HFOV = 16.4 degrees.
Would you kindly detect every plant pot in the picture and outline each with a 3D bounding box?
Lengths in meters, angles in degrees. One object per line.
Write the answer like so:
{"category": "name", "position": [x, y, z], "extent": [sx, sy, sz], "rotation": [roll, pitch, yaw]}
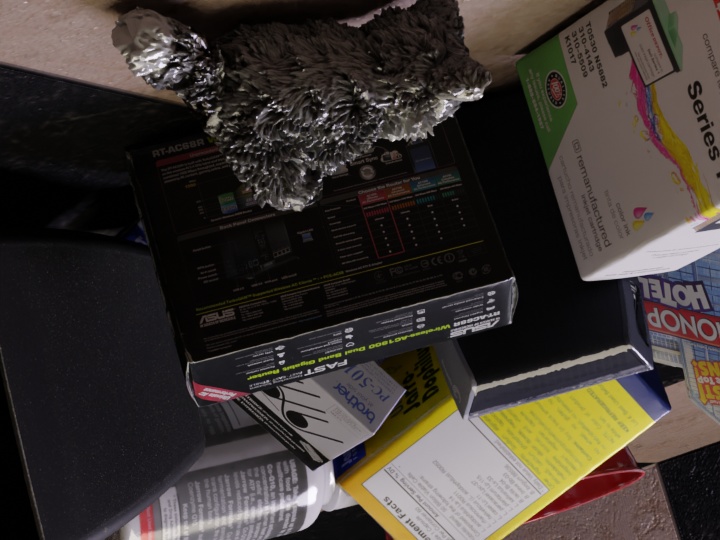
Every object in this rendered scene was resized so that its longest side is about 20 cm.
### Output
{"category": "plant pot", "position": [-0.210, 0.072, 1.519], "extent": [0.200, 0.200, 0.177], "rotation": [-11, -177, 42]}

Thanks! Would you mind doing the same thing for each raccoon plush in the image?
{"category": "raccoon plush", "position": [-0.019, -0.103, 1.288], "extent": [0.134, 0.097, 0.200], "rotation": [-28, 164, 17]}

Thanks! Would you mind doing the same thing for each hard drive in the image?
{"category": "hard drive", "position": [0.095, -0.019, 1.536], "extent": [0.135, 0.200, 0.042], "rotation": [-15, 155, 3]}

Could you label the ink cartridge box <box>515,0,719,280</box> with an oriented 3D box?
{"category": "ink cartridge box", "position": [0.195, -0.096, 1.435], "extent": [0.084, 0.145, 0.200], "rotation": [-7, 164, -36]}

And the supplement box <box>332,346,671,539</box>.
{"category": "supplement box", "position": [0.088, 0.092, 1.660], "extent": [0.200, 0.109, 0.110], "rotation": [-38, -158, 12]}

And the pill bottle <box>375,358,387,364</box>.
{"category": "pill bottle", "position": [0.050, 0.037, 1.902], "extent": [0.116, 0.116, 0.200], "rotation": [-11, 167, -21]}

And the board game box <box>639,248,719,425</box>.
{"category": "board game box", "position": [0.231, 0.020, 1.691], "extent": [0.200, 0.200, 0.062], "rotation": [12, -145, 44]}

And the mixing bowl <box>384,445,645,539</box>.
{"category": "mixing bowl", "position": [0.097, 0.128, 1.833], "extent": [0.200, 0.109, 0.200], "rotation": [-16, 167, -4]}

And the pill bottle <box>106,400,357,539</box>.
{"category": "pill bottle", "position": [-0.095, 0.142, 1.794], "extent": [0.200, 0.114, 0.114], "rotation": [-11, 166, -22]}

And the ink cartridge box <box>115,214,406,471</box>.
{"category": "ink cartridge box", "position": [-0.074, 0.038, 1.599], "extent": [0.044, 0.200, 0.094], "rotation": [-52, -172, -32]}

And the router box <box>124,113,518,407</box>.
{"category": "router box", "position": [-0.024, -0.020, 1.468], "extent": [0.200, 0.150, 0.062], "rotation": [-14, 152, -6]}
